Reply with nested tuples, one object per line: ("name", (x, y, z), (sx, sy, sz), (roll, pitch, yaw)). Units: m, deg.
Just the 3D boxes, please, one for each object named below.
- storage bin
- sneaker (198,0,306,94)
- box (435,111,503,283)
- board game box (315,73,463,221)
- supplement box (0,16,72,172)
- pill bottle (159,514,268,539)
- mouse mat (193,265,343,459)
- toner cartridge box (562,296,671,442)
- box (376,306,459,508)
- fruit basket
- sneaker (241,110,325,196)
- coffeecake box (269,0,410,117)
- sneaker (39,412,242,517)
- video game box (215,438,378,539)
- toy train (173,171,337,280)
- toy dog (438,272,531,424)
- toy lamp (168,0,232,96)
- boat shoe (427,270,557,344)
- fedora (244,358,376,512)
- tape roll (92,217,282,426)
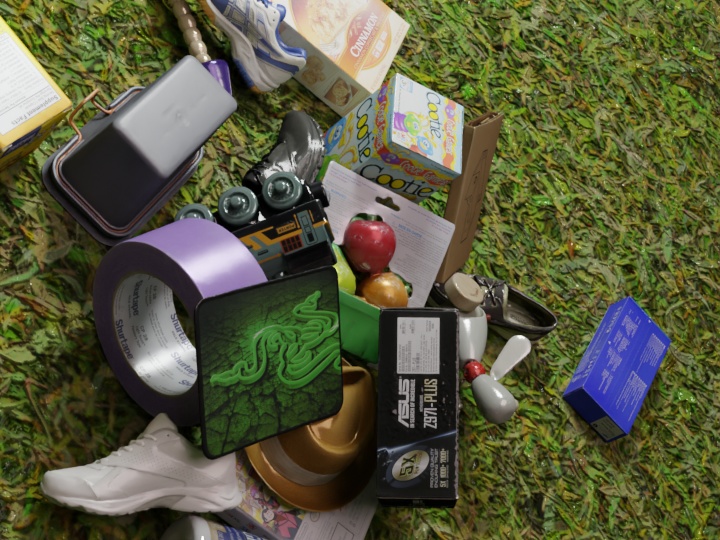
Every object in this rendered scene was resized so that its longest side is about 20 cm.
("storage bin", (-0.238, -0.151, 1.540), (0.146, 0.134, 0.200), (47, 46, -9))
("sneaker", (-0.139, -0.319, 1.710), (0.200, 0.088, 0.075), (58, 12, -23))
("box", (0.134, -0.095, 1.755), (0.021, 0.200, 0.163), (16, 16, 13))
("board game box", (0.022, -0.133, 1.694), (0.103, 0.200, 0.105), (23, 54, -28))
("supplement box", (-0.416, -0.199, 1.439), (0.200, 0.109, 0.109), (51, 46, -4))
("pill bottle", (-0.106, 0.326, 1.407), (0.200, 0.111, 0.111), (25, 54, -27))
("mouse mat", (-0.087, 0.088, 1.387), (0.200, 0.008, 0.161), (-16, 108, -47))
("toner cartridge box", (0.357, 0.135, 1.929), (0.095, 0.043, 0.200), (47, 47, -11))
("box", (0.062, 0.152, 1.506), (0.086, 0.164, 0.200), (1, 78, 3))
("fruit basket", (0.000, 0.000, 1.640), (0.185, 0.094, 0.200), (25, 77, -24))
("sneaker", (-0.097, -0.115, 1.681), (0.091, 0.076, 0.200), (18, 54, -22))
("coffeecake box", (-0.051, -0.322, 1.823), (0.200, 0.073, 0.154), (38, 50, -17))
("sneaker", (-0.217, 0.191, 1.382), (0.200, 0.078, 0.100), (1, 86, -21))
("video game box", (-0.063, 0.224, 1.543), (0.182, 0.047, 0.200), (41, 47, -17))
("toy train", (-0.120, -0.032, 1.553), (0.200, 0.085, 0.114), (-20, 68, -1))
("toy dog", (0.148, 0.103, 1.717), (0.096, 0.132, 0.200), (8, 63, -38))
("toy lamp", (-0.207, -0.288, 1.693), (0.058, 0.058, 0.200), (-12, 73, -42))
("boat shoe", (0.170, 0.038, 1.814), (0.201, 0.066, 0.072), (25, 55, -26))
("fedora", (-0.038, 0.159, 1.508), (0.200, 0.082, 0.201), (20, 55, -31))
("tape roll", (-0.180, 0.053, 1.432), (0.085, 0.200, 0.200), (-24, 84, -44))
